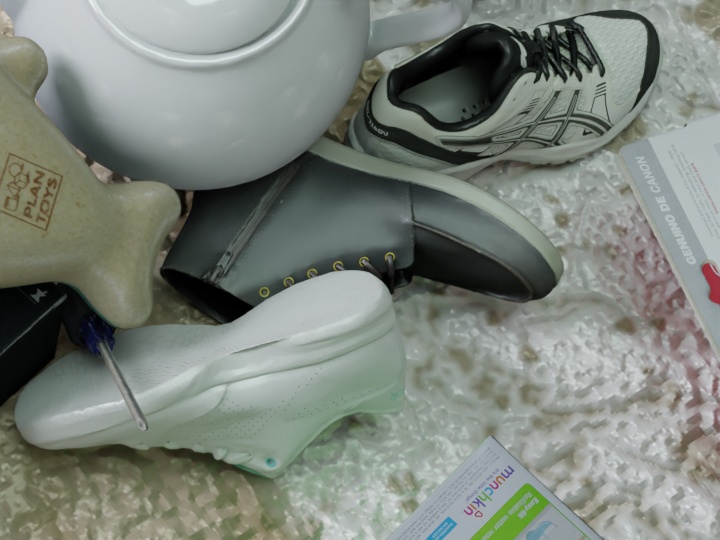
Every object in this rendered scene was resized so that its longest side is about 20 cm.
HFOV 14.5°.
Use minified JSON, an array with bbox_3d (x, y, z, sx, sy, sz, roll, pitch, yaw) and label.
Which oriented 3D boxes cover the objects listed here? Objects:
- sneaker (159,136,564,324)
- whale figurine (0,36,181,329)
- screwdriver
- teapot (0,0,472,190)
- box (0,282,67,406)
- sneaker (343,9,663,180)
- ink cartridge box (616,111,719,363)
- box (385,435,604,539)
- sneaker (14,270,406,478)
[{"bbox_3d":[0.000,0.000,1.486,0.199,0.075,0.107,20,66,9],"label":"sneaker"},{"bbox_3d":[-0.189,-0.036,1.372,0.199,0.104,0.160,21,74,-26],"label":"whale figurine"},{"bbox_3d":[-0.124,0.046,1.389,0.028,0.029,0.200,2,22,-16],"label":"screwdriver"},{"bbox_3d":[-0.079,-0.142,1.421,0.200,0.146,0.198,-38,81,-16],"label":"teapot"},{"bbox_3d":[-0.268,0.007,1.418,0.200,0.079,0.141,41,64,11],"label":"box"},{"bbox_3d":[0.088,-0.100,1.539,0.199,0.088,0.076,-25,69,-23],"label":"sneaker"},{"bbox_3d":[0.240,0.010,1.515,0.175,0.084,0.201,-16,67,-19],"label":"ink cartridge box"},{"bbox_3d":[0.055,0.215,1.367,0.176,0.097,0.200,41,63,10],"label":"box"},{"bbox_3d":[-0.072,0.071,1.435,0.199,0.089,0.075,-15,29,1],"label":"sneaker"}]
